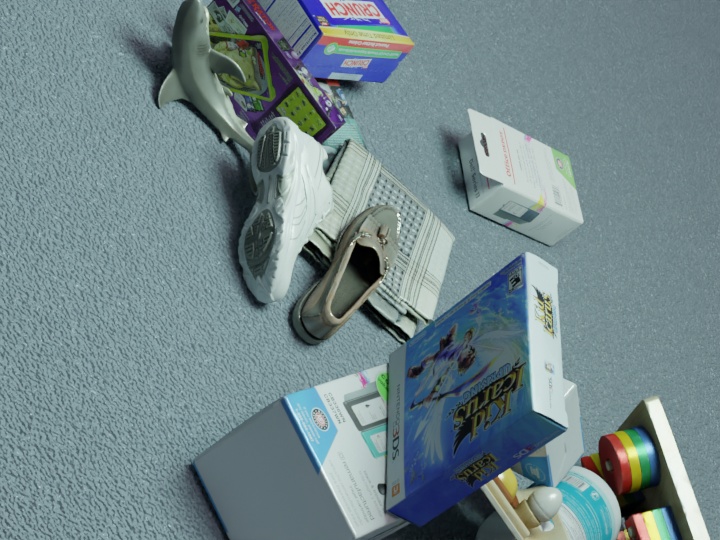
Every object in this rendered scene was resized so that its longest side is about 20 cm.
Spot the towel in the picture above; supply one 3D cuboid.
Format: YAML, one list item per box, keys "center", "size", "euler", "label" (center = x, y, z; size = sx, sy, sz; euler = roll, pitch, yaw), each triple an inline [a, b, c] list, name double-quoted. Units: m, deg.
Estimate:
- center: [0.026, -0.038, 1.815]
  size: [0.192, 0.034, 0.201]
  euler: [44, 42, -19]
  label: "towel"

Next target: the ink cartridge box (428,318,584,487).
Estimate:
- center: [0.141, 0.144, 1.696]
  size: [0.068, 0.199, 0.117]
  euler: [-44, 140, -29]
  label: "ink cartridge box"

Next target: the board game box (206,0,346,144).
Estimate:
- center: [-0.115, -0.212, 1.750]
  size: [0.201, 0.120, 0.032]
  euler: [54, 36, 0]
  label: "board game box"

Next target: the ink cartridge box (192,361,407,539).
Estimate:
- center: [-0.024, 0.194, 1.494]
  size: [0.199, 0.146, 0.148]
  euler: [-14, 72, -53]
  label: "ink cartridge box"

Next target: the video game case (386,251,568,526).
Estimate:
- center: [0.100, 0.108, 1.409]
  size: [0.045, 0.200, 0.182]
  euler: [28, 42, -27]
  label: "video game case"

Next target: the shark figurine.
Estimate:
- center: [-0.176, -0.188, 1.722]
  size: [0.089, 0.128, 0.216]
  euler: [-37, 109, -29]
  label: "shark figurine"

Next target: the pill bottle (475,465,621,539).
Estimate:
- center: [0.195, 0.294, 1.684]
  size: [0.199, 0.111, 0.111]
  euler: [-23, 79, -52]
  label: "pill bottle"

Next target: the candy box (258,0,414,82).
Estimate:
- center: [-0.054, -0.331, 1.927]
  size: [0.168, 0.077, 0.201]
  euler: [-2, 53, -48]
  label: "candy box"

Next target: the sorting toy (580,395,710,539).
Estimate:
- center: [0.316, 0.273, 1.782]
  size: [0.069, 0.200, 0.200]
  euler: [-12, 69, -11]
  label: "sorting toy"

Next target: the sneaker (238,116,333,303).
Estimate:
- center: [-0.069, -0.059, 1.674]
  size: [0.099, 0.078, 0.202]
  euler: [18, 75, -40]
  label: "sneaker"

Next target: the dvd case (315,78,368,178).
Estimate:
- center: [-0.063, -0.189, 1.871]
  size: [0.145, 0.022, 0.201]
  euler: [-3, 62, -49]
  label: "dvd case"

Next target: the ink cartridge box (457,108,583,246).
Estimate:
- center: [0.199, -0.123, 2.065]
  size: [0.199, 0.067, 0.118]
  euler: [22, 47, -37]
  label: "ink cartridge box"

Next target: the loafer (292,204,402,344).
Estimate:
- center: [0.000, 0.000, 1.708]
  size: [0.072, 0.063, 0.200]
  euler: [46, 54, -16]
  label: "loafer"

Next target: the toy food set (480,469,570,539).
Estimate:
- center: [0.143, 0.183, 1.569]
  size: [0.201, 0.060, 0.144]
  euler: [56, 8, -18]
  label: "toy food set"
